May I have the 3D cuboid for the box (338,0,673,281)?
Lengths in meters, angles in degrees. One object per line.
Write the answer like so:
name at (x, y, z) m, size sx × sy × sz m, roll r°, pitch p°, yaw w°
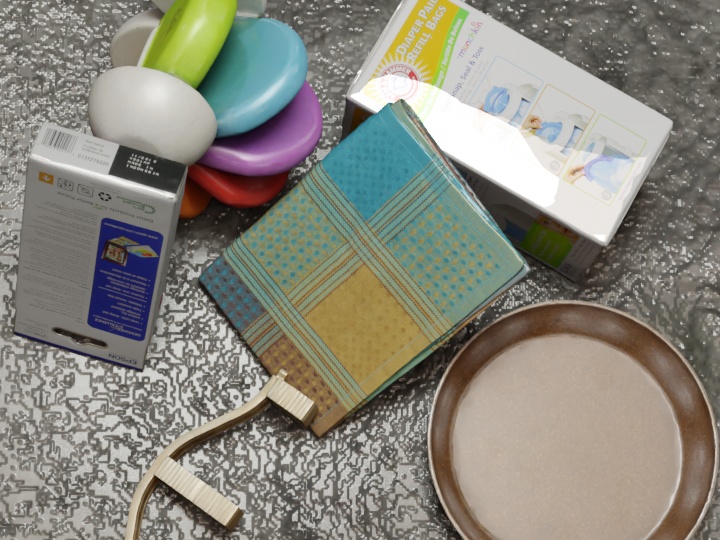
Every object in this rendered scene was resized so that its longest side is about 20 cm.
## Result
box at (0.095, -0.094, 1.405) m, size 0.200 × 0.112 × 0.101 m, roll 30°, pitch 77°, yaw 3°

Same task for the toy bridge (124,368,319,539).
toy bridge at (-0.109, 0.147, 1.361) m, size 0.067 × 0.027 × 0.200 m, roll 33°, pitch 79°, yaw 15°

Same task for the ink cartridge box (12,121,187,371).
ink cartridge box at (-0.171, -0.011, 1.323) m, size 0.095 × 0.200 × 0.037 m, roll 17°, pitch 51°, yaw -1°

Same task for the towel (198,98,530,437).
towel at (0.000, 0.000, 1.361) m, size 0.200 × 0.022 × 0.147 m, roll -41°, pitch 81°, yaw 26°

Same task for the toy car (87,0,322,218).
toy car at (-0.101, -0.107, 1.349) m, size 0.150 × 0.200 × 0.175 m, roll 25°, pitch 55°, yaw -9°

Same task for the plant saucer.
plant saucer at (0.142, 0.121, 1.396) m, size 0.200 × 0.034 × 0.200 m, roll 2°, pitch 75°, yaw -6°
